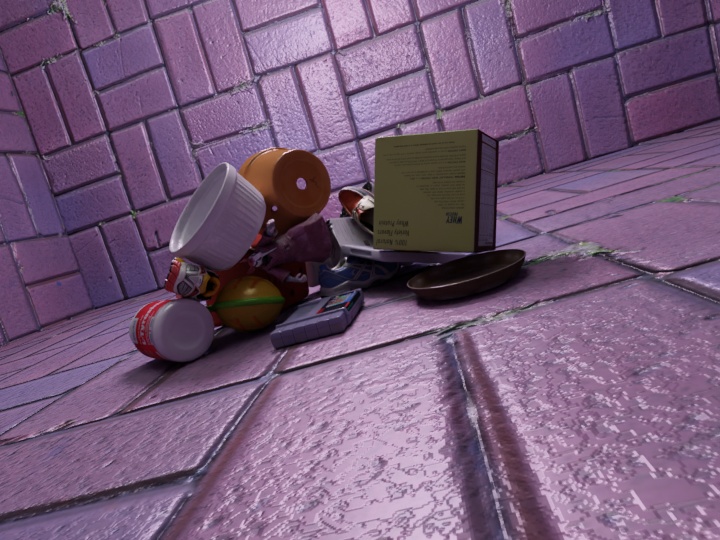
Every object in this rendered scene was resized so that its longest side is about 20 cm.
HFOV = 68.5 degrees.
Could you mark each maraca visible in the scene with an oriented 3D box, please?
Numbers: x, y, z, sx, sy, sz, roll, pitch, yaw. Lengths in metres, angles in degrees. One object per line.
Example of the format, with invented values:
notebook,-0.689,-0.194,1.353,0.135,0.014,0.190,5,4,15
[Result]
maraca,-0.233,0.068,1.049,0.136,0.109,0.198,4,-10,-43

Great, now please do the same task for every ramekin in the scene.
ramekin,-0.270,-0.095,1.022,0.199,0.104,0.202,-36,36,32

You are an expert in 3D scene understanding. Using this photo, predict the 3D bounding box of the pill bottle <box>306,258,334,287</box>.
pill bottle,-0.055,-0.032,1.325,0.198,0.122,0.119,-22,10,-34

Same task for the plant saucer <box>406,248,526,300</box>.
plant saucer,0.174,0.009,0.867,0.197,0.033,0.200,-17,7,2

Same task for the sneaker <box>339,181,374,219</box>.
sneaker,0.014,-0.141,1.306,0.086,0.077,0.199,17,-22,-22

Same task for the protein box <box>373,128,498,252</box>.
protein box,0.139,-0.138,0.969,0.196,0.204,0.134,3,4,30

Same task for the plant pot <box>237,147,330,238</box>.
plant pot,-0.154,-0.174,1.132,0.198,0.203,0.139,-21,7,-30

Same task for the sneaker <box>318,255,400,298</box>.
sneaker,0.000,0.000,1.141,0.197,0.078,0.075,-19,6,-25

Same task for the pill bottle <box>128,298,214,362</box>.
pill bottle,-0.369,0.113,1.011,0.111,0.114,0.198,-23,10,-40

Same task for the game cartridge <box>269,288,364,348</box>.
game cartridge,-0.067,0.076,0.922,0.128,0.039,0.200,-20,7,13

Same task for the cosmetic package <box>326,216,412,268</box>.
cosmetic package,0.025,-0.066,1.234,0.197,0.082,0.114,-10,47,-22

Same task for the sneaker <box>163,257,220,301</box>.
sneaker,-0.309,0.033,1.012,0.081,0.079,0.200,18,-7,-2

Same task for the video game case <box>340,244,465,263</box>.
video game case,0.085,-0.035,1.095,0.197,0.024,0.181,1,6,-29

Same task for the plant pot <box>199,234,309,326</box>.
plant pot,-0.231,0.008,1.221,0.174,0.203,0.199,1,16,30

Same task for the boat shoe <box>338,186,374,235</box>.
boat shoe,0.019,-0.122,1.175,0.062,0.199,0.072,-14,-40,-57

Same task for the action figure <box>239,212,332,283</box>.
action figure,-0.154,-0.049,1.059,0.198,0.136,0.148,-21,18,-28
